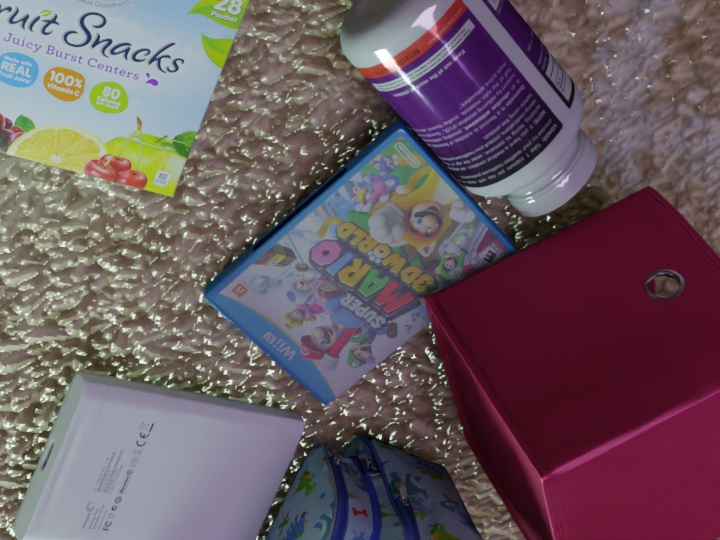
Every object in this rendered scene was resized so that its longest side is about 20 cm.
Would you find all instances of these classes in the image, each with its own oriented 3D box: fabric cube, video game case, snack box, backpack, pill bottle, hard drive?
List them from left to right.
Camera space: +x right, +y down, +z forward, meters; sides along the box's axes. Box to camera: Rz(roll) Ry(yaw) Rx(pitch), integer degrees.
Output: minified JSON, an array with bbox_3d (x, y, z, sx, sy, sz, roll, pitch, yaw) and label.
[{"bbox_3d":[-0.190,-0.153,0.791,0.198,0.068,0.170,14,125,-23],"label":"snack box"},{"bbox_3d":[-0.148,0.154,0.935,0.198,0.027,0.133,16,103,-38],"label":"hard drive"},{"bbox_3d":[0.000,0.000,0.936,0.199,0.018,0.143,-39,117,15],"label":"video game case"},{"bbox_3d":[0.004,0.244,0.951,0.146,0.200,0.185,21,103,-23],"label":"backpack"},{"bbox_3d":[0.084,-0.133,0.888,0.112,0.113,0.200,-44,116,2],"label":"pill bottle"},{"bbox_3d":[0.189,0.096,0.932,0.198,0.197,0.201,-25,136,-6],"label":"fabric cube"}]
